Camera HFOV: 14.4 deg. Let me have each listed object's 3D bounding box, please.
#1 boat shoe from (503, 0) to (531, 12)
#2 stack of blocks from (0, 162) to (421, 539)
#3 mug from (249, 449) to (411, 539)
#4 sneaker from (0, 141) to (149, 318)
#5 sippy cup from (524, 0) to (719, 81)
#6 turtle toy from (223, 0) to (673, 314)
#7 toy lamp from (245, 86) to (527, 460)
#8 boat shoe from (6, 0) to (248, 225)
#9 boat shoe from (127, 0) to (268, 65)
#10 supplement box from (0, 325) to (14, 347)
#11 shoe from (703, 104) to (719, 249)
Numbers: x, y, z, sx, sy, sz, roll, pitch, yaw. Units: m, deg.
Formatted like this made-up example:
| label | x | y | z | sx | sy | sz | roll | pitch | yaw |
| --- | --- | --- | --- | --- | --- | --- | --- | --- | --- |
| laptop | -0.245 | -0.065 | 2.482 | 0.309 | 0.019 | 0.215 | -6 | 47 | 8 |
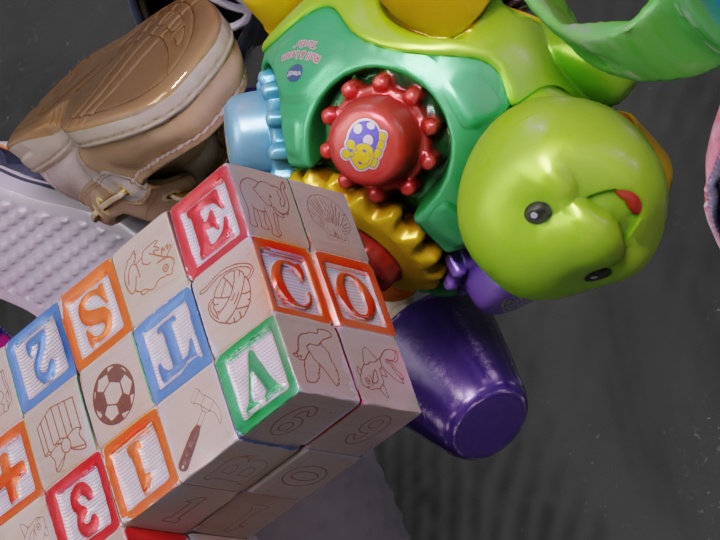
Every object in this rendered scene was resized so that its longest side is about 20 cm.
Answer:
| label | x | y | z | sx | sy | sz | roll | pitch | yaw |
| --- | --- | --- | --- | --- | --- | --- | --- | --- | --- |
| boat shoe | 0.040 | -0.116 | 1.048 | 0.200 | 0.070 | 0.071 | -4 | 73 | 62 |
| stack of blocks | -0.074 | 0.069 | 0.946 | 0.200 | 0.058 | 0.115 | -38 | 58 | 30 |
| mug | -0.046 | 0.122 | 1.060 | 0.176 | 0.147 | 0.200 | 64 | 172 | 7 |
| sneaker | -0.109 | -0.006 | 1.240 | 0.200 | 0.079 | 0.079 | 30 | 117 | 27 |
| sippy cup | 0.128 | -0.149 | 0.896 | 0.130 | 0.177 | 0.140 | -125 | 22 | -52 |
| turtle toy | 0.032 | -0.041 | 0.977 | 0.200 | 0.146 | 0.101 | 5 | 58 | 52 |
| toy lamp | 0.000 | 0.000 | 1.107 | 0.200 | 0.058 | 0.058 | 50 | 126 | 41 |
| boat shoe | -0.076 | -0.054 | 1.103 | 0.074 | 0.069 | 0.200 | -49 | 13 | -14 |
| boat shoe | -0.065 | -0.127 | 1.113 | 0.200 | 0.075 | 0.062 | 102 | -174 | -70 |
| supplement box | -0.208 | 0.073 | 1.206 | 0.103 | 0.101 | 0.200 | -46 | 7 | 13 |
| shoe | 0.137 | -0.001 | 0.850 | 0.071 | 0.091 | 0.201 | 18 | 128 | 23 |
